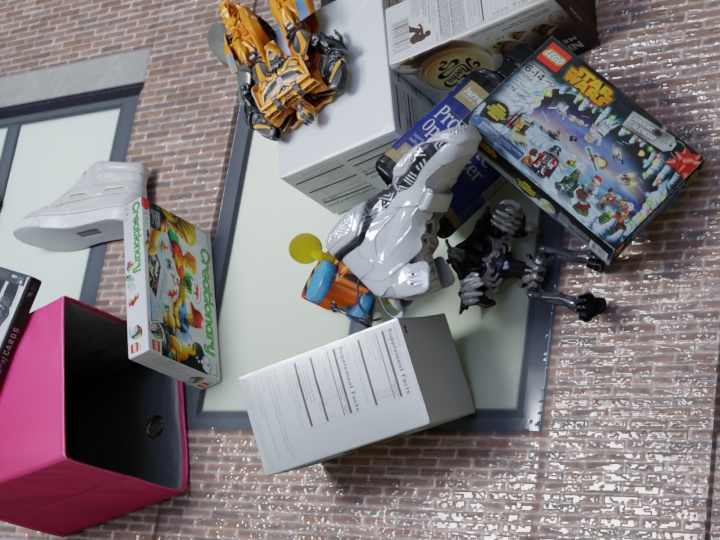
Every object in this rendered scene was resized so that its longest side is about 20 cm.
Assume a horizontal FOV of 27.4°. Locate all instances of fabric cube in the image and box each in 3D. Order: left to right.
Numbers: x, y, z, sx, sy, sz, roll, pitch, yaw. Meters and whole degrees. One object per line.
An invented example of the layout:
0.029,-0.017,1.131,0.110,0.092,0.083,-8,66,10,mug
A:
-0.340,0.174,1.697,0.199,0.200,0.197,-24,59,29,fabric cube

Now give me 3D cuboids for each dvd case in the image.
-0.448,0.088,1.672,0.150,0.025,0.201,14,79,43,dvd case

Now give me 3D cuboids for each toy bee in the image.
0.000,0.000,1.567,0.200,0.131,0.109,22,85,54,toy bee

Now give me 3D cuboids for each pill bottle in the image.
0.121,-0.138,1.538,0.200,0.112,0.112,-44,50,-2,pill bottle

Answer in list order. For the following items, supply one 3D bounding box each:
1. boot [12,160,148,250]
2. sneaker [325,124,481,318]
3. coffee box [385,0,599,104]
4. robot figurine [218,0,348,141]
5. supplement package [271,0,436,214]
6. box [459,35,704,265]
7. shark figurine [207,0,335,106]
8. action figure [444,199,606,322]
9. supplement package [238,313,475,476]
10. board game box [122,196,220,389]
-0.358,-0.087,1.917,0.199,0.074,0.096,-6,61,26,boot
0.065,-0.045,1.438,0.200,0.075,0.115,-42,77,25,sneaker
0.141,-0.262,1.588,0.200,0.113,0.080,-19,60,28,coffee box
-0.091,-0.240,1.638,0.145,0.058,0.200,-36,52,20,robot figurine
-0.005,-0.193,1.666,0.155,0.111,0.201,-21,58,28,supplement package
0.214,-0.119,1.439,0.200,0.040,0.137,41,73,16,box
-0.120,-0.288,1.811,0.214,0.089,0.129,-15,63,33,shark figurine
0.148,-0.009,1.481,0.199,0.102,0.119,10,78,36,action figure
-0.004,0.127,1.507,0.200,0.114,0.110,-21,81,28,supplement package
-0.220,0.027,1.719,0.035,0.126,0.201,-23,59,27,board game box
